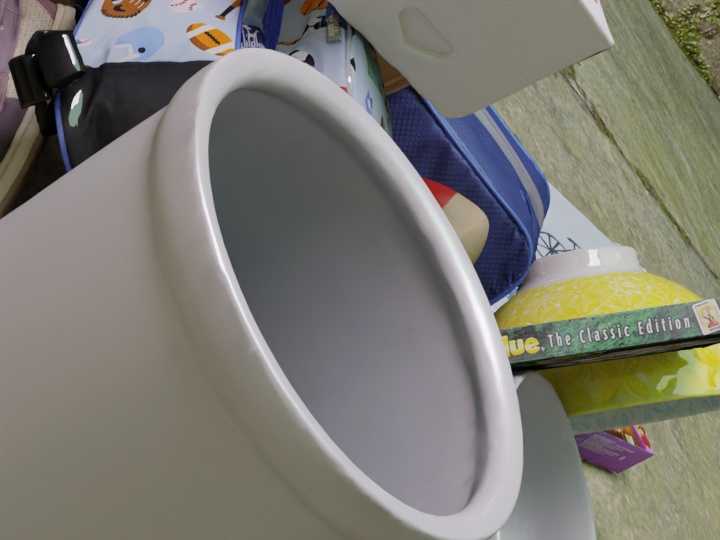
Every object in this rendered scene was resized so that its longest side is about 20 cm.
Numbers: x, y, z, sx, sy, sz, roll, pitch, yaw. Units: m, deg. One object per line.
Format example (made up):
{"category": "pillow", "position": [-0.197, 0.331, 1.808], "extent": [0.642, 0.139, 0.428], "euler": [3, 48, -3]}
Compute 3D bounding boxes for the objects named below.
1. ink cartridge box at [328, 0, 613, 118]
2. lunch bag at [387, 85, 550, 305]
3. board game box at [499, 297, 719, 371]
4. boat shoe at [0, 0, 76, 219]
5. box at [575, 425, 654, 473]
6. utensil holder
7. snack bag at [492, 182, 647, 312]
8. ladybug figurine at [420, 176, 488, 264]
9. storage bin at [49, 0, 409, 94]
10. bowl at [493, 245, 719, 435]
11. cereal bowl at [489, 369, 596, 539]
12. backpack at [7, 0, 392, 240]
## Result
{"category": "ink cartridge box", "position": [0.026, -0.188, 0.632], "extent": [0.147, 0.085, 0.201], "euler": [34, 38, -56]}
{"category": "lunch bag", "position": [0.021, -0.064, 0.948], "extent": [0.200, 0.136, 0.132], "euler": [53, 22, -10]}
{"category": "board game box", "position": [0.104, 0.041, 0.808], "extent": [0.105, 0.199, 0.024], "euler": [112, -30, -84]}
{"category": "boat shoe", "position": [-0.169, -0.061, 0.641], "extent": [0.065, 0.072, 0.201], "euler": [28, 39, -16]}
{"category": "box", "position": [0.161, 0.058, 1.212], "extent": [0.137, 0.039, 0.201], "euler": [26, 38, -53]}
{"category": "utensil holder", "position": [-0.073, 0.049, 0.504], "extent": [0.170, 0.199, 0.170], "euler": [44, 29, -32]}
{"category": "snack bag", "position": [0.134, -0.007, 1.166], "extent": [0.188, 0.021, 0.200], "euler": [42, 39, -6]}
{"category": "ladybug figurine", "position": [0.000, 0.000, 0.790], "extent": [0.072, 0.136, 0.200], "euler": [52, -16, 4]}
{"category": "storage bin", "position": [-0.070, -0.162, 0.763], "extent": [0.200, 0.198, 0.094], "euler": [42, 33, -48]}
{"category": "bowl", "position": [0.148, 0.045, 0.959], "extent": [0.200, 0.199, 0.108], "euler": [12, 67, -61]}
{"category": "cereal bowl", "position": [0.065, 0.156, 0.789], "extent": [0.200, 0.083, 0.201], "euler": [-9, 90, -68]}
{"category": "backpack", "position": [-0.061, -0.060, 0.651], "extent": [0.191, 0.153, 0.201], "euler": [-100, -173, -49]}
